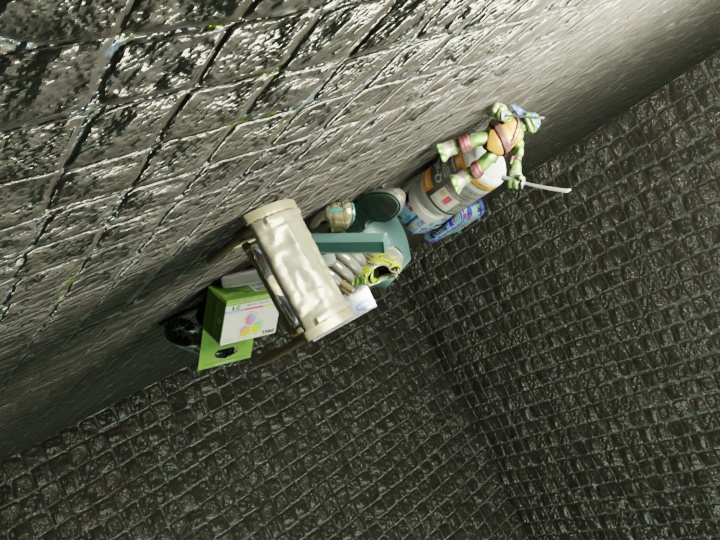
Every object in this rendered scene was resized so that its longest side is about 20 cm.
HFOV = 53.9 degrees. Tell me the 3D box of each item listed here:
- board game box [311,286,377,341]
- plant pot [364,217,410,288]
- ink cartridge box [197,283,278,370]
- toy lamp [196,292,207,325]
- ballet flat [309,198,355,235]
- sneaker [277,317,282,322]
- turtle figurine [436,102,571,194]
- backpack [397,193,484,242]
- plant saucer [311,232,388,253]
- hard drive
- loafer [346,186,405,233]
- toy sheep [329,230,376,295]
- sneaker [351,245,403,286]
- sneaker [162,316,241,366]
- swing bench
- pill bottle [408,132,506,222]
[{"bbox_3d":[-0.085,0.051,1.870,0.197,0.202,0.043,-27,-179,-12],"label":"board game box"},{"bbox_3d":[0.044,-0.038,1.708,0.201,0.134,0.200,-48,178,-2],"label":"plant pot"},{"bbox_3d":[-0.256,0.127,1.499,0.146,0.075,0.204,-10,122,-43],"label":"ink cartridge box"},{"bbox_3d":[-0.337,0.090,1.593,0.057,0.059,0.200,-27,176,-24],"label":"toy lamp"},{"bbox_3d":[-0.063,-0.084,1.355,0.073,0.070,0.200,-5,165,-13],"label":"ballet flat"},{"bbox_3d":[-0.132,0.076,1.780,0.199,0.092,0.075,-38,-152,-27],"label":"sneaker"},{"bbox_3d":[0.241,-0.213,1.258,0.191,0.203,0.144,-25,143,12],"label":"turtle figurine"},{"bbox_3d":[0.188,-0.152,1.761,0.198,0.137,0.181,-21,171,-47],"label":"backpack"},{"bbox_3d":[-0.046,-0.050,1.336,0.194,0.019,0.070,1,160,4],"label":"plant saucer"},{"bbox_3d":[-0.164,0.000,1.416,0.196,0.027,0.131,-10,-175,32],"label":"hard drive"},{"bbox_3d":[0.029,-0.132,1.410,0.063,0.072,0.199,-49,-165,-32],"label":"loafer"},{"bbox_3d":[-0.044,-0.032,1.524,0.202,0.136,0.138,-58,-177,-12],"label":"toy sheep"},{"bbox_3d":[0.000,0.000,1.592,0.196,0.076,0.077,-17,-149,12],"label":"sneaker"},{"bbox_3d":[-0.361,0.158,1.621,0.086,0.197,0.079,-9,-125,63],"label":"sneaker"},{"bbox_3d":[-0.116,0.016,1.099,0.128,0.202,0.199,-26,177,-34],"label":"swing bench"},{"bbox_3d":[0.194,-0.184,1.453,0.115,0.118,0.199,-25,175,-43],"label":"pill bottle"}]
